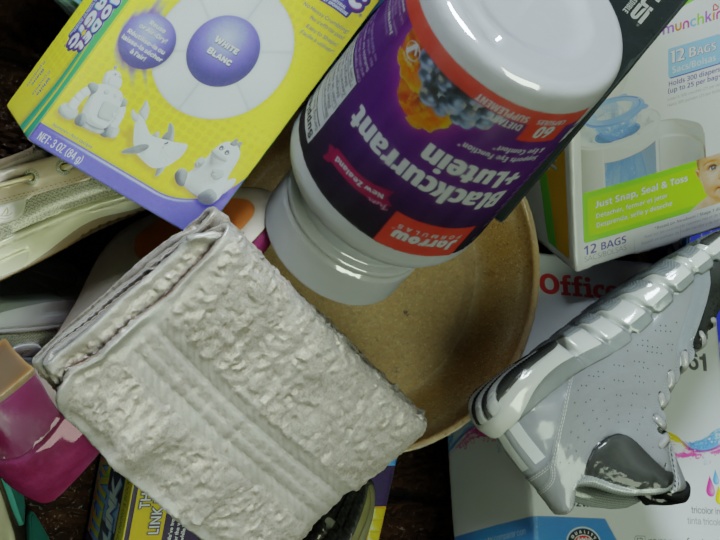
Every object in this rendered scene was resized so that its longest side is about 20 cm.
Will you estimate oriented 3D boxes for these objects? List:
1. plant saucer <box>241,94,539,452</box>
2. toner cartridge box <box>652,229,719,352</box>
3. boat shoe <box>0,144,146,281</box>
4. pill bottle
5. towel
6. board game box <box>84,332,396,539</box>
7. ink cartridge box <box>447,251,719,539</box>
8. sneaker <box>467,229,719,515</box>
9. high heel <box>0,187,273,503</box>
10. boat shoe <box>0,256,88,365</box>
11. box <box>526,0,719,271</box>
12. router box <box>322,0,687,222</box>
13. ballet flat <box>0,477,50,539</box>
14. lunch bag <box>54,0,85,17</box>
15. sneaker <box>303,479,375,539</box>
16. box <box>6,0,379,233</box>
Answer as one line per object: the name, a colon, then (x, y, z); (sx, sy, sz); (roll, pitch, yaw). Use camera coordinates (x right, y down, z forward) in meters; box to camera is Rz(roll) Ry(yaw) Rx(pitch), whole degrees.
plant saucer: (0.000, 0.000, 1.631); (0.200, 0.035, 0.201); (0, 90, -20)
toner cartridge box: (0.224, 0.010, 1.804); (0.095, 0.043, 0.201); (-12, 120, -22)
boat shoe: (-0.142, -0.058, 1.560); (0.200, 0.072, 0.065); (-28, 104, -22)
pill bottle: (0.033, -0.072, 1.490); (0.111, 0.112, 0.200); (8, 141, -31)
towel: (-0.064, 0.067, 1.545); (0.132, 0.034, 0.200); (-41, 127, 6)
board game box: (-0.064, 0.113, 1.699); (0.165, 0.057, 0.201); (1, 114, -26)
ink cartridge box: (0.129, 0.095, 1.710); (0.144, 0.085, 0.201); (5, 73, -31)
sneaker: (0.159, 0.067, 1.642); (0.200, 0.075, 0.116); (-34, 90, -24)
high heel: (-0.113, 0.040, 1.570); (0.200, 0.067, 0.096); (-40, 138, -12)
boat shoe: (-0.234, 0.037, 1.560); (0.201, 0.074, 0.065); (-9, 120, -34)
box: (0.137, -0.119, 1.655); (0.112, 0.101, 0.201); (-16, 121, -21)
router box: (0.075, -0.143, 1.539); (0.150, 0.062, 0.200); (38, 128, 0)
ballet flat: (-0.205, 0.145, 1.644); (0.069, 0.069, 0.200); (-24, 122, -15)
lunch bag: (-0.107, -0.192, 1.502); (0.160, 0.077, 0.200); (-47, 126, 1)
sneaker: (-0.028, 0.195, 1.693); (0.088, 0.077, 0.200); (3, 120, -42)
box: (-0.069, -0.125, 1.481); (0.117, 0.048, 0.200); (30, 101, -32)
